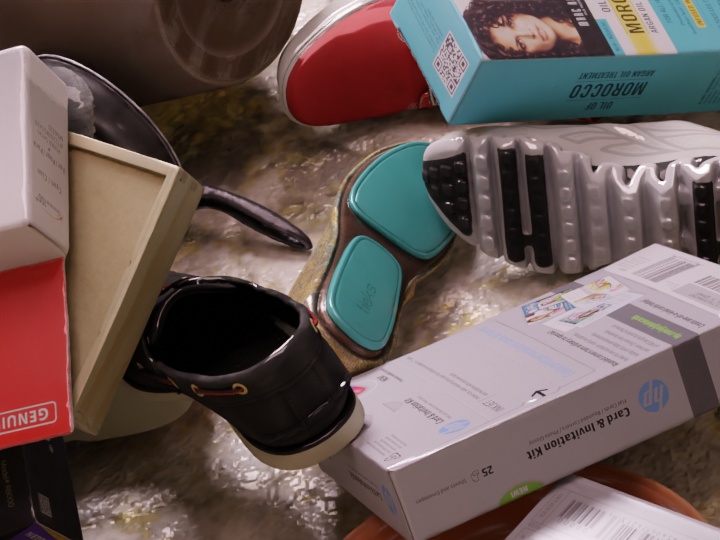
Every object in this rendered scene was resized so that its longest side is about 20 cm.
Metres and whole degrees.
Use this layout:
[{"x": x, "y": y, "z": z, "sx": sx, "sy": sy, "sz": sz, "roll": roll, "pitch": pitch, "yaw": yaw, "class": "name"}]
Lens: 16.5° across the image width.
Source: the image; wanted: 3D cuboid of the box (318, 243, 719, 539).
[{"x": 0.084, "y": 0.052, "z": 1.135, "sx": 0.199, "sy": 0.041, "sz": 0.156, "roll": -22, "pitch": 13, "yaw": -13, "class": "box"}]

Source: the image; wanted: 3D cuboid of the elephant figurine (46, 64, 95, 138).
[{"x": -0.214, "y": -0.069, "z": 1.319, "sx": 0.154, "sy": 0.142, "sz": 0.202, "roll": -9, "pitch": 80, "yaw": 1, "class": "elephant figurine"}]

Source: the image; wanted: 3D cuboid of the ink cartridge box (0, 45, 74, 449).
[{"x": -0.228, "y": 0.005, "z": 1.132, "sx": 0.199, "sy": 0.045, "sz": 0.177, "roll": -14, "pitch": 64, "yaw": 18, "class": "ink cartridge box"}]

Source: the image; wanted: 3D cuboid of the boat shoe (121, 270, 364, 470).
[{"x": -0.071, "y": 0.029, "z": 1.154, "sx": 0.074, "sy": 0.063, "sz": 0.201, "roll": -39, "pitch": 31, "yaw": -17, "class": "boat shoe"}]

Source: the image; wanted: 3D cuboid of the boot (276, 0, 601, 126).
[{"x": 0.060, "y": -0.112, "z": 1.395, "sx": 0.199, "sy": 0.073, "sz": 0.144, "roll": -21, "pitch": 37, "yaw": -11, "class": "boot"}]

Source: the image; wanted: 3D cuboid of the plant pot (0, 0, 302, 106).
[{"x": -0.132, "y": -0.174, "z": 1.432, "sx": 0.173, "sy": 0.201, "sz": 0.200, "roll": 14, "pitch": 45, "yaw": 44, "class": "plant pot"}]

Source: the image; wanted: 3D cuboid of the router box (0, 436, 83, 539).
[{"x": -0.229, "y": 0.063, "z": 1.198, "sx": 0.156, "sy": 0.052, "sz": 0.201, "roll": -22, "pitch": 64, "yaw": 13, "class": "router box"}]

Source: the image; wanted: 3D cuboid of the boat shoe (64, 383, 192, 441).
[{"x": -0.177, "y": 0.055, "z": 1.269, "sx": 0.198, "sy": 0.072, "sz": 0.063, "roll": -9, "pitch": 32, "yaw": 8, "class": "boat shoe"}]

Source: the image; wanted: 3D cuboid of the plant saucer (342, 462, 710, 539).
[{"x": 0.064, "y": 0.161, "z": 1.053, "sx": 0.199, "sy": 0.038, "sz": 0.201, "roll": -12, "pitch": 36, "yaw": 9, "class": "plant saucer"}]

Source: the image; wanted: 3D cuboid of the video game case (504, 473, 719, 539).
[{"x": 0.108, "y": 0.171, "z": 0.971, "sx": 0.199, "sy": 0.023, "sz": 0.182, "roll": 19, "pitch": 49, "yaw": 38, "class": "video game case"}]

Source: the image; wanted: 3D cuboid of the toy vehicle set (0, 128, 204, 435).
[{"x": -0.182, "y": -0.014, "z": 1.161, "sx": 0.199, "sy": 0.027, "sz": 0.125, "roll": 19, "pitch": 78, "yaw": 28, "class": "toy vehicle set"}]

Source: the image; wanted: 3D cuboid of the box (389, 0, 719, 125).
[{"x": 0.122, "y": -0.127, "z": 1.310, "sx": 0.199, "sy": 0.049, "sz": 0.083, "roll": -5, "pitch": 53, "yaw": -31, "class": "box"}]

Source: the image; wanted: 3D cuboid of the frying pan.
[{"x": -0.119, "y": -0.049, "z": 1.393, "sx": 0.190, "sy": 0.115, "sz": 0.031, "roll": 41, "pitch": 66, "yaw": 0, "class": "frying pan"}]

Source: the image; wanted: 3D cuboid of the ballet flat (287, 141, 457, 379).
[{"x": 0.000, "y": 0.000, "z": 1.275, "sx": 0.070, "sy": 0.071, "sz": 0.200, "roll": -3, "pitch": 30, "yaw": 19, "class": "ballet flat"}]

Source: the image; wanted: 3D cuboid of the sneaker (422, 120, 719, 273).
[{"x": 0.131, "y": -0.044, "z": 1.274, "sx": 0.198, "sy": 0.076, "sz": 0.081, "roll": 7, "pitch": 31, "yaw": 15, "class": "sneaker"}]
